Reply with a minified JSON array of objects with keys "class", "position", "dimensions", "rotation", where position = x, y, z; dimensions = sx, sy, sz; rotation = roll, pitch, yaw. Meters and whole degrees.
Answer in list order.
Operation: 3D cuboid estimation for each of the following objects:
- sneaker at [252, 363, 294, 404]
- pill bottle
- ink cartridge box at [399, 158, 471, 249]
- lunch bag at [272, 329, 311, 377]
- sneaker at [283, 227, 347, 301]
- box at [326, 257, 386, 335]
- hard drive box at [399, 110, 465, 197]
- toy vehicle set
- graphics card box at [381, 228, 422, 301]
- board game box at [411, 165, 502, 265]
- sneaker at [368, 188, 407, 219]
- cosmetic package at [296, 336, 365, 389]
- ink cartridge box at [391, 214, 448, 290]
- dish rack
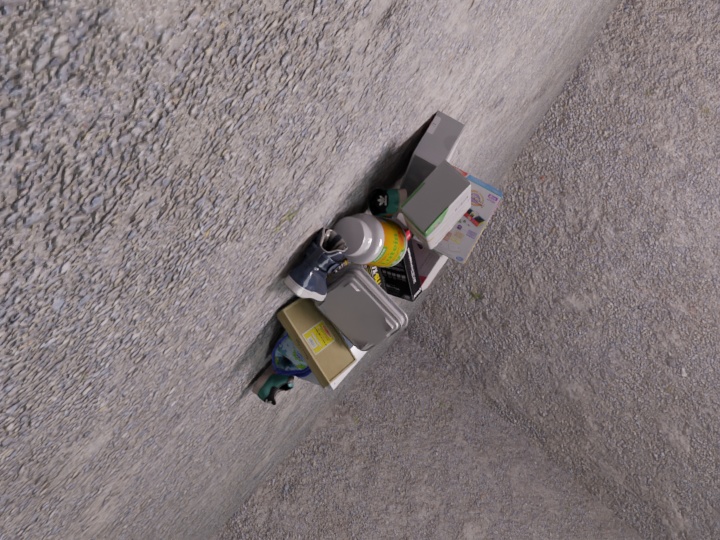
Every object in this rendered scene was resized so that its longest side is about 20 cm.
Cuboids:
[{"class":"sneaker","position":[-0.195,0.271,1.872],"dimensions":[0.200,0.079,0.072],"rotation":[-48,167,-24]},{"class":"pill bottle","position":[0.019,-0.068,1.585],"dimensions":[0.112,0.111,0.199],"rotation":[-54,156,15]},{"class":"ink cartridge box","position":[0.171,-0.141,1.571],"dimensions":[0.146,0.087,0.200],"rotation":[-47,166,0]},{"class":"lunch bag","position":[-0.134,0.169,1.767],"dimensions":[0.171,0.127,0.200],"rotation":[-50,-174,-37]},{"class":"sneaker","position":[-0.079,-0.012,1.508],"dimensions":[0.147,0.076,0.202],"rotation":[-53,171,5]},{"class":"box","position":[-0.010,0.034,1.710],"dimensions":[0.160,0.049,0.203],"rotation":[-43,126,-43]},{"class":"hard drive box","position":[0.162,-0.248,1.674],"dimensions":[0.157,0.076,0.201],"rotation":[-59,175,-32]},{"class":"toy vehicle set","position":[-0.099,0.157,1.632],"dimensions":[0.026,0.202,0.124],"rotation":[-34,178,38]},{"class":"graphics card box","position":[0.082,-0.023,1.791],"dimensions":[0.051,0.124,0.203],"rotation":[-44,134,-35]},{"class":"board game box","position":[0.235,-0.135,1.723],"dimensions":[0.202,0.151,0.040],"rotation":[-62,-178,25]},{"class":"sneaker","position":[0.054,-0.159,1.636],"dimensions":[0.200,0.078,0.073],"rotation":[170,-79,-83]},{"class":"cosmetic package","position":[-0.065,0.209,1.824],"dimensions":[0.200,0.149,0.052],"rotation":[-46,125,-30]},{"class":"ink cartridge box","position":[0.123,-0.058,1.872],"dimensions":[0.084,0.200,0.147],"rotation":[-26,153,-53]},{"class":"dish rack","position":[-0.007,0.096,1.613],"dimensions":[0.171,0.200,0.044],"rotation":[-36,-165,36]}]
